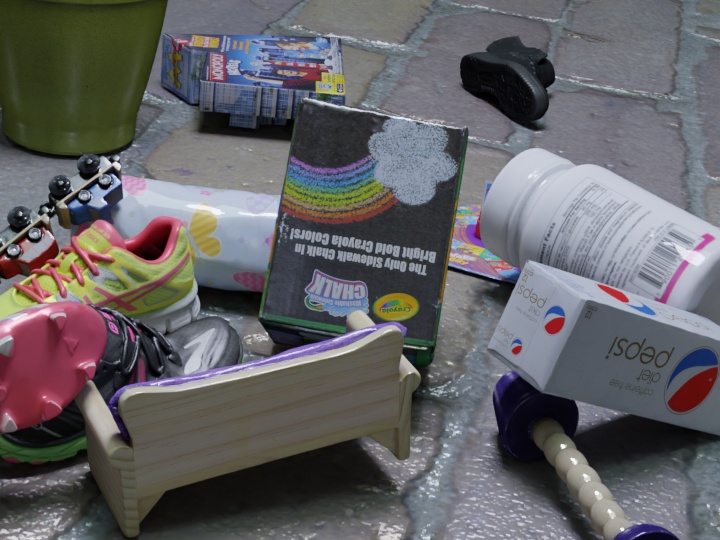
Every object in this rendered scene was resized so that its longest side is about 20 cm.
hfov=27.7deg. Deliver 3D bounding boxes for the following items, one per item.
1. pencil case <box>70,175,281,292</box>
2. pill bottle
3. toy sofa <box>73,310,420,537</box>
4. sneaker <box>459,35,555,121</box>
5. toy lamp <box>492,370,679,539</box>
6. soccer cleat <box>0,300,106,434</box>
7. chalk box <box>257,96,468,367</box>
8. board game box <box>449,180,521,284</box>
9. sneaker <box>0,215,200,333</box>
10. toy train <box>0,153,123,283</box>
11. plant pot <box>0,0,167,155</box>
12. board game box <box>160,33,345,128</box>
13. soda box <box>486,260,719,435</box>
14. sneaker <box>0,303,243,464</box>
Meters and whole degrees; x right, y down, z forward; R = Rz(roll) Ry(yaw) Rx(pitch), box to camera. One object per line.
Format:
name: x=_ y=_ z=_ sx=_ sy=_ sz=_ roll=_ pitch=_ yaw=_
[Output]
pencil case: x=-0.129 y=-0.028 z=1.142 sx=0.197 sy=0.085 sz=0.091 roll=7 pitch=4 yaw=-2
pill bottle: x=0.196 y=-0.013 z=1.140 sx=0.112 sy=0.115 sz=0.199 roll=-17 pitch=38 yaw=-42
toy sofa: x=-0.068 y=0.077 z=0.885 sx=0.197 sy=0.099 sz=0.083 roll=-13 pitch=30 yaw=-22
sneaker: x=0.188 y=-0.225 z=1.683 sx=0.103 sy=0.061 sz=0.200 roll=-11 pitch=26 yaw=-24
toy lamp: x=0.133 y=0.124 z=0.909 sx=0.057 sy=0.059 sz=0.200 roll=-1 pitch=25 yaw=-18
soccer cleat: x=-0.235 y=0.080 z=0.831 sx=0.200 sy=0.067 sz=0.076 roll=-41 pitch=30 yaw=-23
chalk box: x=0.000 y=0.000 z=1.025 sx=0.123 sy=0.203 sz=0.124 roll=10 pitch=-8 yaw=3
board game box: x=0.152 y=-0.035 z=1.280 sx=0.197 sy=0.039 sz=0.158 roll=15 pitch=26 yaw=19
sneaker: x=-0.200 y=0.009 z=1.031 sx=0.078 sy=0.092 sz=0.199 roll=28 pitch=33 yaw=36
toy train: x=-0.244 y=-0.018 z=1.057 sx=0.046 sy=0.034 sz=0.200 roll=40 pitch=65 yaw=17
plant pot: x=-0.274 y=-0.221 z=1.388 sx=0.197 sy=0.196 sz=0.201 roll=5 pitch=25 yaw=-2
board game box: x=-0.117 y=-0.200 z=1.545 sx=0.197 sy=0.063 sz=0.201 roll=4 pitch=25 yaw=-4
soda box: x=0.182 y=0.055 z=0.980 sx=0.198 sy=0.069 sz=0.064 roll=16 pitch=14 yaw=-39
sneaker: x=-0.153 y=0.062 z=0.934 sx=0.198 sy=0.085 sz=0.076 roll=-16 pitch=34 yaw=-41
